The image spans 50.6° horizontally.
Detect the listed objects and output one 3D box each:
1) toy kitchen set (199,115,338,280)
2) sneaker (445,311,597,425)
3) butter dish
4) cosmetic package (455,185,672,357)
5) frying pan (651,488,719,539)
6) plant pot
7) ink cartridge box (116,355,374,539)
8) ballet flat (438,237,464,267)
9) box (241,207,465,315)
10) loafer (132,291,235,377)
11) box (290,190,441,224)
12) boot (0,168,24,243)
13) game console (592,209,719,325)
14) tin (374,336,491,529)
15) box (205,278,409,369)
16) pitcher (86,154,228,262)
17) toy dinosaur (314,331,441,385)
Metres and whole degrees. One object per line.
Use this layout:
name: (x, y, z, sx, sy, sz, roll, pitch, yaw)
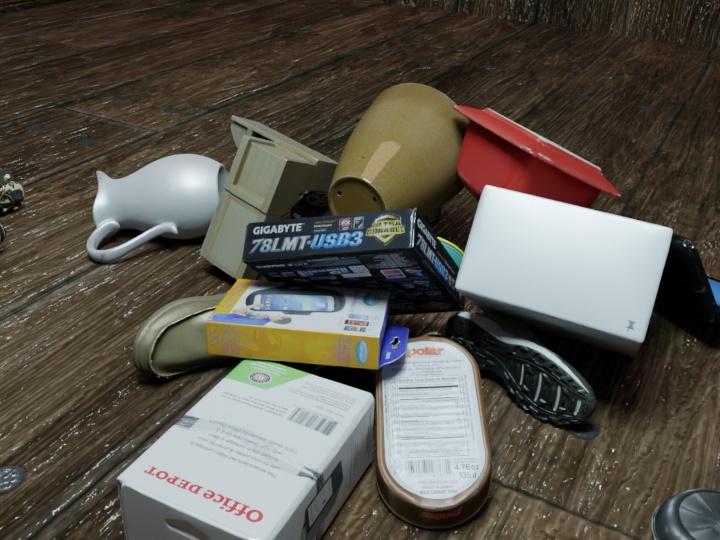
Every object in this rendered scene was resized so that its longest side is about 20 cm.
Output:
toy kitchen set: (-0.145, -0.107, 1.107, 0.162, 0.183, 0.199, 30, 15, 23)
sneaker: (0.184, 0.096, 0.847, 0.078, 0.075, 0.199, -12, 32, -34)
butter dish: (0.211, -0.112, 1.025, 0.197, 0.150, 0.200, 15, 19, -36)
cosmetic package: (0.231, 0.006, 0.859, 0.196, 0.125, 0.200, 16, -3, 20)
frying pan: (0.322, 0.249, 0.632, 0.112, 0.032, 0.191, -5, 27, -10)
plant pot: (0.040, -0.134, 1.063, 0.183, 0.189, 0.200, 16, 40, 24)
ink cartridge box: (-0.091, 0.175, 0.669, 0.143, 0.086, 0.200, 14, 30, 22)
ballet flat: (0.048, -0.020, 1.059, 0.195, 0.068, 0.067, 2, 6, 3)
box: (0.000, 0.000, 0.849, 0.196, 0.198, 0.051, -4, 68, 23)
loafer: (-0.163, 0.067, 0.867, 0.198, 0.078, 0.067, -24, 31, -38)
box: (0.011, -0.096, 1.201, 0.160, 0.050, 0.199, 28, 38, 32)
boot: (-0.567, -0.095, 1.137, 0.196, 0.075, 0.151, 10, 29, 24)
game console: (0.416, -0.015, 0.984, 0.115, 0.178, 0.200, -34, 23, -8)
tin: (0.068, 0.147, 0.734, 0.109, 0.042, 0.202, 0, 43, -1)
box: (-0.048, 0.053, 0.785, 0.195, 0.042, 0.119, 2, 20, 6)
pitcher: (-0.295, -0.086, 1.112, 0.195, 0.122, 0.174, -6, 50, 5)
toy dinosaur: (0.047, 0.109, 0.828, 0.198, 0.059, 0.100, 25, 37, 34)
